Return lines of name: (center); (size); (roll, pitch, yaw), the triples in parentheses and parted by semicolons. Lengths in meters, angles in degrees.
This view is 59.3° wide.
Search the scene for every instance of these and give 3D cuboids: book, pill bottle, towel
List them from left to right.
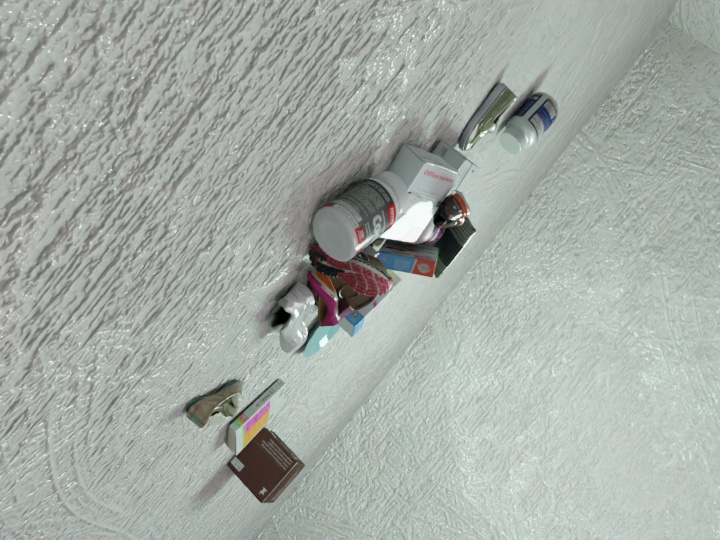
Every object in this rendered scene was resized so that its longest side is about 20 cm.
book: (-0.291, 0.408, 1.779); (0.199, 0.048, 0.135); (-41, 160, -37)
pill bottle: (0.006, -0.115, 1.275); (0.199, 0.113, 0.115); (-39, 162, -37)
pill bottle: (0.156, -0.127, 1.691); (0.113, 0.112, 0.199); (-54, 165, 15)
towel: (0.231, -0.112, 1.795); (0.034, 0.202, 0.194); (4, 134, -37)
pill bottle: (0.530, -0.462, 2.003); (0.200, 0.111, 0.111); (-45, 164, -19)

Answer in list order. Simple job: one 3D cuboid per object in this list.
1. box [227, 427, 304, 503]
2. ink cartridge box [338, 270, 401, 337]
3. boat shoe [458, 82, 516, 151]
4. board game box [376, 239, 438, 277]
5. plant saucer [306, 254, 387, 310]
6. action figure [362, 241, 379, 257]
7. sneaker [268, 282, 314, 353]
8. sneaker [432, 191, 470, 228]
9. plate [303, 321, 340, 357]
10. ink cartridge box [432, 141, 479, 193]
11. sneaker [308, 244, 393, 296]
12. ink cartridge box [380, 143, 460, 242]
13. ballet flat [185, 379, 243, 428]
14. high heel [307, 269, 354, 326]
box: (-0.298, 0.629, 2.041); (0.164, 0.165, 0.201); (-45, 165, -12)
ink cartridge box: (0.005, 0.065, 1.696); (0.200, 0.115, 0.068); (-42, 164, -28)
boat shoe: (0.334, -0.396, 1.675); (0.202, 0.062, 0.072); (-56, 164, 23)
board game box: (0.125, -0.036, 1.653); (0.200, 0.149, 0.041); (-50, 150, -74)
plant saucer: (-0.029, 0.040, 1.481); (0.195, 0.033, 0.202); (-10, 139, -9)
action figure: (0.000, 0.000, 1.559); (0.199, 0.104, 0.195); (-39, 166, -40)
sneaker: (-0.169, 0.117, 1.416); (0.099, 0.078, 0.203); (-29, 146, -38)
sneaker: (0.204, -0.138, 1.522); (0.081, 0.078, 0.200); (-28, 174, -3)
plate: (-0.100, 0.163, 1.797); (0.200, 0.025, 0.201); (-46, 165, -16)
ink cartridge box: (0.220, -0.239, 1.638); (0.146, 0.083, 0.199); (-54, 165, 14)
sneaker: (-0.015, -0.017, 1.305); (0.075, 0.198, 0.082); (-43, 147, -33)
ink cartridge box: (0.113, -0.172, 1.439); (0.144, 0.084, 0.202); (6, 125, -48)
ballet flat: (-0.313, 0.307, 1.426); (0.069, 0.067, 0.199); (-56, 165, 22)
high heel: (-0.091, 0.070, 1.415); (0.095, 0.068, 0.200); (-30, 140, 9)
